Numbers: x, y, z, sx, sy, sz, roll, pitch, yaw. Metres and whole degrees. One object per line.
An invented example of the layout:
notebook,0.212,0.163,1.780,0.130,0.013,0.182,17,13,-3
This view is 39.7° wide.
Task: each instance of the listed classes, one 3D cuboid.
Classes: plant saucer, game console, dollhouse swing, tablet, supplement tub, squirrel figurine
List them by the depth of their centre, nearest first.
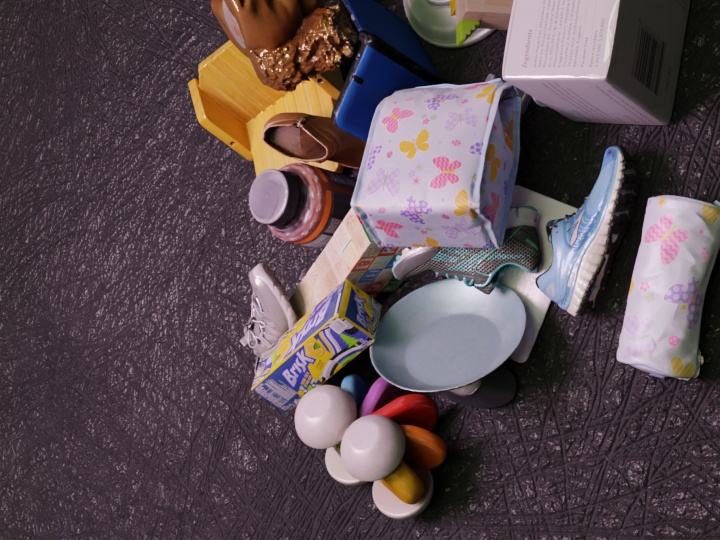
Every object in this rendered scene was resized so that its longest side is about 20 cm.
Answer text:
plant saucer,0.110,0.087,1.226,0.198,0.039,0.202,-14,35,10
tablet,0.192,0.000,1.258,0.129,0.014,0.203,26,98,37
game console,0.020,-0.261,1.311,0.118,0.199,0.173,30,98,35
supplement tub,-0.058,-0.085,1.343,0.106,0.199,0.109,-6,80,37
squirrel figurine,-0.080,-0.350,1.343,0.185,0.142,0.202,-30,86,-12
plant saucer,0.129,-0.405,1.347,0.198,0.050,0.204,-7,78,37
dollhouse swing,-0.134,-0.221,1.454,0.198,0.181,0.178,-28,47,30

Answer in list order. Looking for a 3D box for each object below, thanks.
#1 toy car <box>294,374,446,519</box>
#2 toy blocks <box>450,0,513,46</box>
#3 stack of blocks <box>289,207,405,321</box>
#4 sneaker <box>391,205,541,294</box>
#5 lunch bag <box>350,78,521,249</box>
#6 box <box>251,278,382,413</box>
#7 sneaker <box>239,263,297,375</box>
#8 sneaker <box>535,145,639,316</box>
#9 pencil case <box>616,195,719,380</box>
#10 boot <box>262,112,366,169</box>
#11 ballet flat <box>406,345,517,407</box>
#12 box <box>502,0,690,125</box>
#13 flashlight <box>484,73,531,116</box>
toy car,0.024,0.205,1.275,0.199,0.176,0.151,26,70,37
toy blocks,0.189,-0.384,1.255,0.100,0.134,0.204,136,134,-77
stack of blocks,0.000,0.000,1.339,0.201,0.114,0.059,-53,54,40
sneaker,0.134,-0.011,1.237,0.197,0.077,0.093,-19,82,21
lunch bag,0.100,-0.133,1.198,0.167,0.127,0.203,0,64,26
box,-0.059,0.101,1.302,0.200,0.064,0.071,-41,23,36
sneaker,-0.129,0.080,1.376,0.081,0.202,0.075,-20,40,-10
sneaker,0.259,-0.053,1.168,0.089,0.078,0.203,25,98,30
pencil case,0.343,0.018,1.096,0.090,0.083,0.204,10,89,32
boot,-0.034,-0.169,1.332,0.196,0.155,0.075,5,101,3
ballet flat,0.103,0.124,1.272,0.198,0.073,0.074,20,95,37
box,0.272,-0.285,1.124,0.129,0.198,0.204,8,88,37
flashlight,0.153,-0.147,1.283,0.067,0.068,0.203,22,103,0
